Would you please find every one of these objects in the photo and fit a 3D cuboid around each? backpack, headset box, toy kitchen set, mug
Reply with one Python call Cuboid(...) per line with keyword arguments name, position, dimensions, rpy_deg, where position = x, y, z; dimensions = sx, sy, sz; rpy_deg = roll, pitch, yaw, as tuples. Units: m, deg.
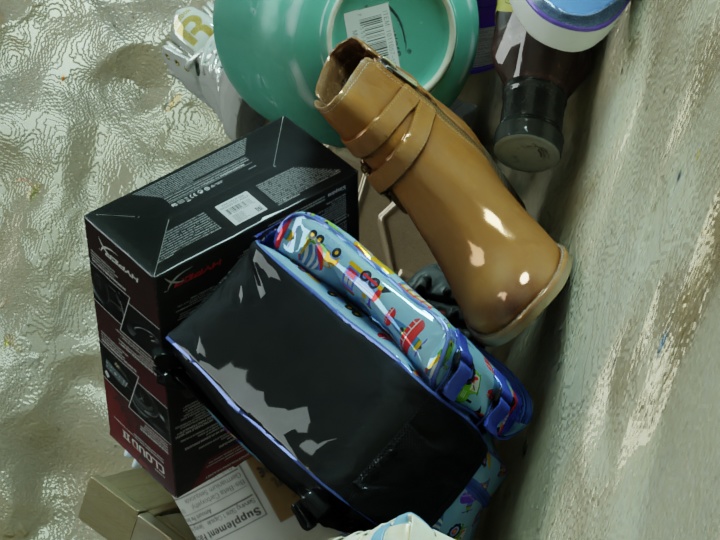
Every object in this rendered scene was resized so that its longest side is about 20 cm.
Cuboid(name="backpack", position=(0.010, 0.081, 1.354), dimensions=(0.135, 0.200, 0.183), rpy_deg=(-50, 52, 0))
Cuboid(name="headset box", position=(-0.078, 0.030, 1.437), dimensions=(0.077, 0.149, 0.200), rpy_deg=(40, 146, 36))
Cuboid(name="toy kitchen set", position=(-0.071, 0.154, 1.822), dimensions=(0.163, 0.200, 0.181), rpy_deg=(-11, -54, -52))
Cuboid(name="mug", position=(0.009, -0.145, 1.499), dimensions=(0.152, 0.185, 0.114), rpy_deg=(-61, 25, -2))

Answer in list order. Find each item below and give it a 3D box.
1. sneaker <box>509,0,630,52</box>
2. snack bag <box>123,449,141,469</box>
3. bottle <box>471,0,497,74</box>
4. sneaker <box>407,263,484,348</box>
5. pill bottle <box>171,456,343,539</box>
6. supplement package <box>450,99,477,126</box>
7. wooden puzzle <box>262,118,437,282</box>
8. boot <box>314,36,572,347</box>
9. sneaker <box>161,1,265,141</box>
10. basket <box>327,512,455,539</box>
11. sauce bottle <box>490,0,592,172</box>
Cuboid(name="sneaker", position=(0.142, -0.240, 1.352), dimensions=(0.147, 0.080, 0.200), rpy_deg=(111, 176, -58))
Cuboid(name="snack bag", position=(-0.105, 0.047, 1.764), dimensions=(0.200, 0.021, 0.189), rpy_deg=(-15, -53, -75))
Cuboid(name="bottle", position=(0.075, -0.190, 1.606), dimensions=(0.200, 0.083, 0.065), rpy_deg=(98, 164, -76))
Cuboid(name="sneaker", position=(0.028, 0.093, 1.529), dimensions=(0.098, 0.071, 0.201), rpy_deg=(148, 135, -74))
Cuboid(name="pill bottle", position=(-0.062, 0.145, 1.585), dimensions=(0.200, 0.114, 0.114), rpy_deg=(61, 169, 0))
Cuboid(name="supplement package", position=(-0.005, -0.035, 1.731), dimensions=(0.156, 0.111, 0.200), rpy_deg=(-45, -27, -76))
Cuboid(name="wooden puzzle", position=(0.000, 0.000, 1.619), dimensions=(0.046, 0.200, 0.185), rpy_deg=(-3, -67, -62))
Cuboid(name="boot", position=(0.039, -0.047, 1.369), dimensions=(0.074, 0.155, 0.200), rpy_deg=(-41, 22, 8))
Cuboid(name="sneaker", position=(-0.098, -0.144, 1.689), dimensions=(0.074, 0.116, 0.200), rpy_deg=(-45, -10, -8))
Cuboid(name="basket", position=(-0.013, 0.230, 1.247), dimensions=(0.200, 0.139, 0.176), rpy_deg=(-27, 40, 36))
Cuboid(name="sauce bottle", position=(0.114, -0.152, 1.449), dimensions=(0.066, 0.066, 0.200), rpy_deg=(119, 162, -58))
